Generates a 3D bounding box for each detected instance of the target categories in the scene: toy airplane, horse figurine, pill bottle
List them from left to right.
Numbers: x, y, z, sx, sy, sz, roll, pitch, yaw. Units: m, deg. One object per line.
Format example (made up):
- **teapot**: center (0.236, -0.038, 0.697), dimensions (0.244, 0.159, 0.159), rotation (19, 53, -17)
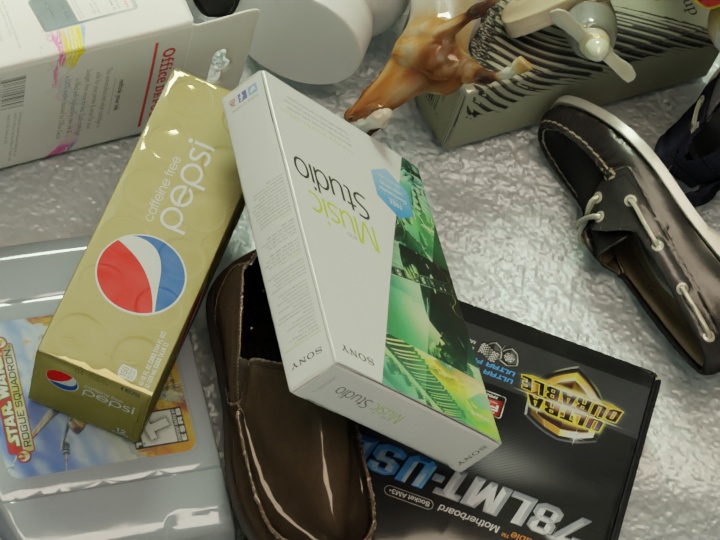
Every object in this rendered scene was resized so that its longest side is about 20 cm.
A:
- **pill bottle**: center (-0.008, -0.219, 1.355), dimensions (0.113, 0.113, 0.200), rotation (21, 59, -1)
- **horse figurine**: center (0.059, -0.163, 1.273), dimensions (0.050, 0.132, 0.200), rotation (31, 57, -29)
- **toy airplane**: center (0.207, -0.192, 1.295), dimensions (0.199, 0.200, 0.141), rotation (-33, 103, -36)

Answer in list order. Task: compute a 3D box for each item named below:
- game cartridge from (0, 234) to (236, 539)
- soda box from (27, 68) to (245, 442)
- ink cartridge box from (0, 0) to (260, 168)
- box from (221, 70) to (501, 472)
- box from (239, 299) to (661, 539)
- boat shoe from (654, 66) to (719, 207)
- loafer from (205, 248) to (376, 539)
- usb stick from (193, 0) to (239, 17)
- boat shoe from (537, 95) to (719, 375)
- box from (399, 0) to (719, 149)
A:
- **game cartridge**: center (-0.154, 0.072, 1.207), dimensions (0.133, 0.042, 0.200), rotation (-7, 63, -21)
- **soda box**: center (-0.113, -0.011, 1.206), dimensions (0.068, 0.064, 0.200), rotation (22, 60, -1)
- **ink cartridge box**: center (-0.168, -0.126, 1.264), dimensions (0.200, 0.117, 0.067), rotation (-16, 68, -21)
- **box**: center (0.000, 0.000, 1.179), dimensions (0.144, 0.036, 0.200), rotation (28, 38, -45)
- **box**: center (0.050, 0.116, 1.224), dimensions (0.200, 0.050, 0.199), rotation (21, 58, 0)
- **boat shoe**: center (0.242, -0.108, 1.380), dimensions (0.075, 0.093, 0.200), rotation (50, 31, -1)
- **loafer**: center (-0.041, 0.072, 1.160), dimensions (0.073, 0.071, 0.200), rotation (-12, 63, -17)
- **usb stick**: center (-0.098, -0.229, 1.340), dimensions (0.033, 0.056, 0.200), rotation (-9, 42, -3)
- **boat shoe**: center (0.167, -0.021, 1.314), dimensions (0.060, 0.074, 0.200), rotation (-34, 73, -17)
- **box**: center (0.129, -0.147, 1.373), dimensions (0.200, 0.068, 0.082), rotation (-18, 66, -21)
